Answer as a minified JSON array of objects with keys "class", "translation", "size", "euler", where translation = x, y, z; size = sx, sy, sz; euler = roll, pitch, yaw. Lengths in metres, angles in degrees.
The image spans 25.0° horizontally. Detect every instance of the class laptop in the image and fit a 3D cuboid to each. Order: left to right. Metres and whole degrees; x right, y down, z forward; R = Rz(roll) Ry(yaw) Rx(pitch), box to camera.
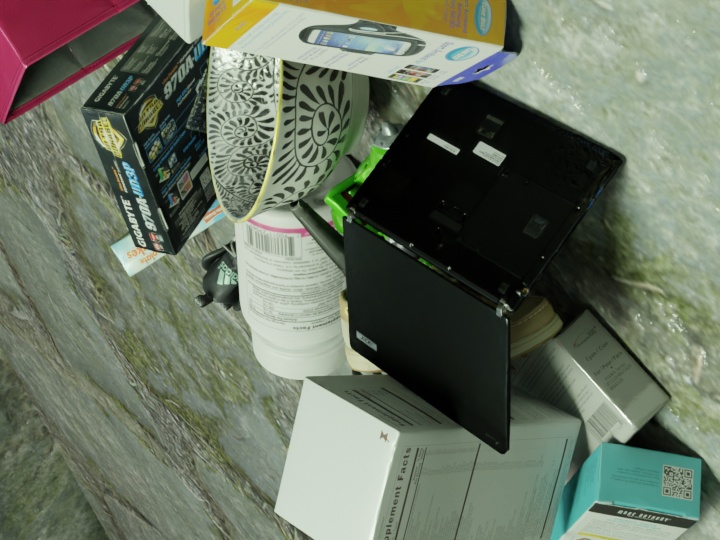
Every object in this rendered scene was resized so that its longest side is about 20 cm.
[{"class":"laptop","translation":[0.081,-0.009,1.147],"size":[0.177,0.201,0.103],"euler":[32,174,41]}]

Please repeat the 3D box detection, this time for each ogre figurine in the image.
[{"class":"ogre figurine","translation":[0.041,-0.043,1.264],"size":[0.120,0.098,0.200],"euler":[42,166,5]}]

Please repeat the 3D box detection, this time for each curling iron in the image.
[{"class":"curling iron","translation":[0.000,0.000,1.353],"size":[0.200,0.026,0.050],"euler":[50,177,-40]}]

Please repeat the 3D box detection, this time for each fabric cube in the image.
[{"class":"fabric cube","translation":[-0.284,-0.283,1.450],"size":[0.200,0.199,0.196],"euler":[56,160,-1]}]

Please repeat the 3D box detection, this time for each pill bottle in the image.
[{"class":"pill bottle","translation":[-0.055,-0.006,1.461],"size":[0.113,0.113,0.201],"euler":[38,144,35]}]

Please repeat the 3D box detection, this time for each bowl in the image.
[{"class":"bowl","translation":[-0.051,-0.136,1.274],"size":[0.200,0.093,0.203],"euler":[-178,90,-69]}]

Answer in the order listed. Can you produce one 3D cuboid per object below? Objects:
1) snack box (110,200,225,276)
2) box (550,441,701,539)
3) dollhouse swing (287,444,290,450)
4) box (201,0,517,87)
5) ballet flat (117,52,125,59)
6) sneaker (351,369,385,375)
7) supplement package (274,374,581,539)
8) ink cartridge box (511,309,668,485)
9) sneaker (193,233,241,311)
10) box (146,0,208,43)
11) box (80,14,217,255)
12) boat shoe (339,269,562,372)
[{"class":"snack box","translation":[-0.160,-0.056,1.536],"size":[0.037,0.116,0.200],"euler":[56,-171,-7]},{"class":"box","translation":[0.202,0.196,1.297],"size":[0.081,0.050,0.200],"euler":[10,155,-4]},{"class":"dollhouse swing","translation":[0.022,0.217,1.606],"size":[0.200,0.182,0.176],"euler":[46,151,0]},{"class":"box","translation":[0.005,-0.165,1.090],"size":[0.119,0.198,0.042],"euler":[163,111,-67]},{"class":"ballet flat","translation":[-0.201,-0.209,1.603],"size":[0.201,0.067,0.062],"euler":[55,-172,6]},{"class":"sneaker","translation":[0.077,0.148,1.420],"size":[0.200,0.075,0.116],"euler":[53,-179,26]},{"class":"supplement package","translation":[0.052,0.147,1.223],"size":[0.109,0.199,0.115],"euler":[25,106,45]},{"class":"ink cartridge box","translation":[0.143,0.083,1.300],"size":[0.176,0.045,0.200],"euler":[47,157,11]},{"class":"sneaker","translation":[-0.104,-0.015,1.556],"size":[0.078,0.140,0.200],"euler":[46,159,19]},{"class":"box","translation":[-0.127,-0.292,1.157],"size":[0.200,0.152,0.107],"euler":[47,158,18]},{"class":"box","translation":[-0.145,-0.138,1.376],"size":[0.046,0.201,0.160],"euler":[13,142,25]},{"class":"boat shoe","translation":[0.058,0.034,1.215],"size":[0.199,0.074,0.070],"euler":[-8,109,41]}]
